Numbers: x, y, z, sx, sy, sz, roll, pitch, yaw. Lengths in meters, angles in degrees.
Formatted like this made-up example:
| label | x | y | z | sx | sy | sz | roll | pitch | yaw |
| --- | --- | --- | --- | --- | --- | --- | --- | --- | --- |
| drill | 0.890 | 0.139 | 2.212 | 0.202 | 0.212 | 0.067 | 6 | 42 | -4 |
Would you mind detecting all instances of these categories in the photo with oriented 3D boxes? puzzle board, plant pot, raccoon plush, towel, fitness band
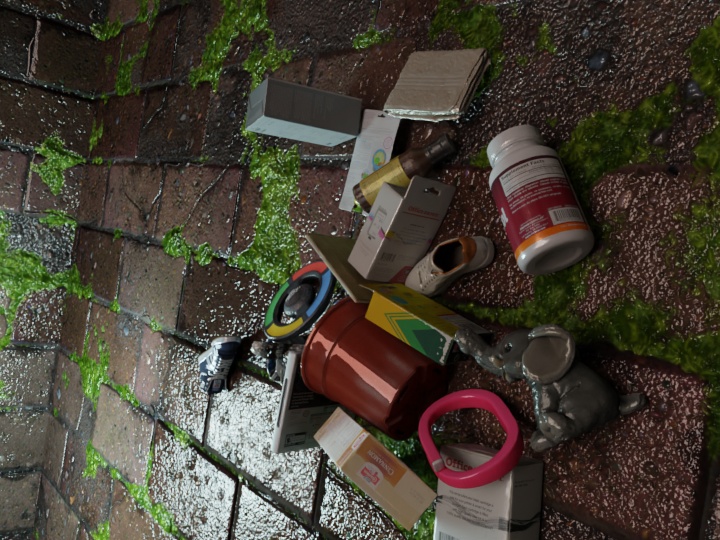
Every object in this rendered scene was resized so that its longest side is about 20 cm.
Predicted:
| label | x | y | z | sx | sy | sz | roll | pitch | yaw |
| --- | --- | --- | --- | --- | --- | --- | --- | --- | --- |
| puzzle board | 0.000 | 0.000 | 1.261 | 0.200 | 0.149 | 0.018 | 52 | 123 | 40 |
| plant pot | 0.034 | 0.174 | 1.178 | 0.194 | 0.199 | 0.203 | 32 | 108 | 38 |
| raccoon plush | -0.126 | 0.220 | 1.386 | 0.197 | 0.097 | 0.136 | 2 | 80 | 19 |
| towel | 0.134 | -0.331 | 1.219 | 0.199 | 0.034 | 0.134 | 20 | 80 | 49 |
| fitness band | 0.161 | 0.244 | 1.024 | 0.200 | 0.142 | 0.038 | -116 | 2 | -69 |

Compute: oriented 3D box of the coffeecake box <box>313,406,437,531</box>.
| label | x | y | z | sx | sy | sz | roll | pitch | yaw |
| --- | --- | --- | --- | --- | --- | --- | --- | --- | --- |
| coffeecake box | 0.018 | 0.318 | 1.128 | 0.073 | 0.153 | 0.200 | -48 | 12 | -10 |

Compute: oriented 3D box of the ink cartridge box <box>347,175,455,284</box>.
| label | x | y | z | sx | sy | sz | roll | pitch | yaw |
| --- | --- | --- | --- | --- | --- | --- | --- | --- | --- |
| ink cartridge box | 0.074 | -0.080 | 1.213 | 0.068 | 0.115 | 0.202 | 45 | 117 | 42 |

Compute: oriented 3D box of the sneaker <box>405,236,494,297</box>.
| label | x | y | z | sx | sy | sz | roll | pitch | yaw |
| --- | --- | --- | --- | --- | --- | --- | --- | --- | --- |
| sneaker | 0.127 | -0.010 | 1.163 | 0.199 | 0.084 | 0.074 | -35 | 60 | 44 |

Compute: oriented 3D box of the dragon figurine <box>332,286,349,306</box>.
| label | x | y | z | sx | sy | sz | roll | pitch | yaw |
| --- | --- | --- | --- | --- | --- | --- | --- | --- | --- |
| dragon figurine | -0.023 | 0.090 | 1.312 | 0.201 | 0.098 | 0.059 | -55 | 47 | 32 |

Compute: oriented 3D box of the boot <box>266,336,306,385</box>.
| label | x | y | z | sx | sy | sz | roll | pitch | yaw |
| --- | --- | --- | --- | --- | --- | --- | --- | --- | --- |
| boot | -0.152 | 0.234 | 1.447 | 0.073 | 0.095 | 0.203 | -34 | 59 | 41 |

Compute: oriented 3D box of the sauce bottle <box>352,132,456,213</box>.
| label | x | y | z | sx | sy | sz | roll | pitch | yaw |
| --- | --- | --- | --- | --- | --- | --- | --- | --- | --- |
| sauce bottle | 0.079 | -0.175 | 1.231 | 0.199 | 0.064 | 0.065 | -30 | 61 | 23 |

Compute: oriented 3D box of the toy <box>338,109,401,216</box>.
| label | x | y | z | sx | sy | sz | roll | pitch | yaw |
| --- | --- | --- | --- | --- | --- | --- | --- | --- | --- |
| toy | 0.029 | -0.206 | 1.338 | 0.114 | 0.047 | 0.203 | 19 | 93 | 48 |

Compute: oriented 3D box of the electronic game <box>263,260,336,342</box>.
| label | x | y | z | sx | sy | sz | roll | pitch | yaw |
| --- | --- | --- | --- | --- | --- | --- | --- | --- | --- |
| electronic game | -0.127 | 0.062 | 1.427 | 0.199 | 0.042 | 0.201 | -34 | 31 | 24 |

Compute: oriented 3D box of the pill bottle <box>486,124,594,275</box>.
| label | x | y | z | sx | sy | sz | roll | pitch | yaw |
| --- | --- | --- | --- | --- | --- | --- | --- | --- | --- |
| pill bottle | 0.255 | -0.105 | 1.004 | 0.113 | 0.112 | 0.202 | -37 | 57 | 40 |

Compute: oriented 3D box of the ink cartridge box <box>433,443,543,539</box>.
| label | x | y | z | sx | sy | sz | roll | pitch | yaw |
| --- | --- | --- | --- | --- | --- | --- | --- | --- | --- |
| ink cartridge box | 0.189 | 0.372 | 1.029 | 0.146 | 0.082 | 0.203 | 1 | 85 | 50 |

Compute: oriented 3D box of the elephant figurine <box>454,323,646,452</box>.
| label | x | y | z | sx | sy | sz | roll | pitch | yaw |
| --- | --- | --- | --- | --- | --- | --- | --- | --- | --- |
| elephant figurine | 0.251 | 0.134 | 0.947 | 0.202 | 0.153 | 0.142 | 67 | 154 | 20 |

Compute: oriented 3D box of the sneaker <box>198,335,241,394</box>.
| label | x | y | z | sx | sy | sz | roll | pitch | yaw |
| --- | --- | --- | --- | --- | --- | --- | --- | --- | --- |
| sneaker | -0.345 | 0.238 | 1.694 | 0.200 | 0.069 | 0.110 | -39 | 51 | 47 |

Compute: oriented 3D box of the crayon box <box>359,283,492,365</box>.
| label | x | y | z | sx | sy | sz | roll | pitch | yaw |
| --- | --- | --- | --- | --- | --- | --- | --- | --- | --- |
| crayon box | 0.099 | 0.082 | 1.120 | 0.199 | 0.126 | 0.051 | 30 | 107 | 35 |

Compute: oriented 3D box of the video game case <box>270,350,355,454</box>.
| label | x | y | z | sx | sy | sz | roll | pitch | yaw |
| --- | --- | --- | --- | --- | --- | --- | --- | --- | --- |
| video game case | -0.073 | 0.237 | 1.272 | 0.023 | 0.199 | 0.185 | 16 | 96 | 40 |

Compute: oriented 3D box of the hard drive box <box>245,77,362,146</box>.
| label | x | y | z | sx | sy | sz | roll | pitch | yaw |
| --- | --- | --- | --- | --- | --- | --- | --- | --- | --- |
| hard drive box | -0.117 | -0.314 | 1.385 | 0.155 | 0.197 | 0.078 | -176 | 93 | -66 |
